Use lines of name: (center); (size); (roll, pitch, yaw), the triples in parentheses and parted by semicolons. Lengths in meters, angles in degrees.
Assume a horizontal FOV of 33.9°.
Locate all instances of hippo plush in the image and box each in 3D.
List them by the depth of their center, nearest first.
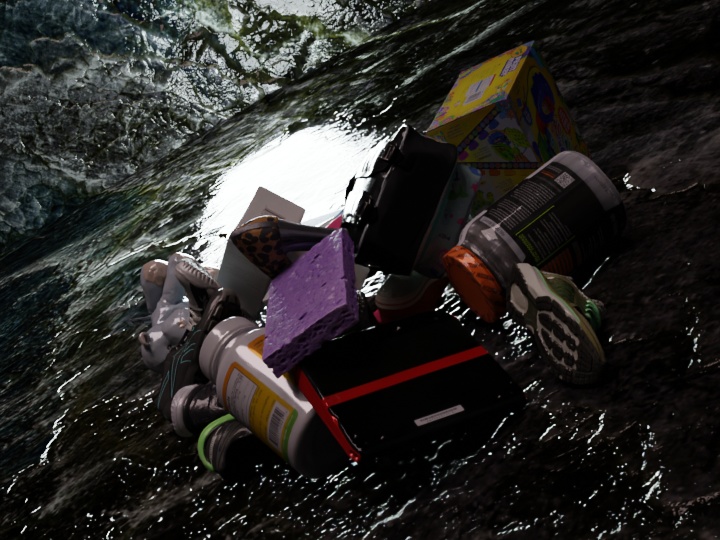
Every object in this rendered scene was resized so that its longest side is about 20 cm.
hippo plush: (-0.295, 0.076, 1.815); (0.198, 0.160, 0.161); (-26, 19, 15)

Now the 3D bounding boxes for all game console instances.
game console: (0.046, 0.115, 1.216); (0.198, 0.031, 0.177); (-16, 39, -21)

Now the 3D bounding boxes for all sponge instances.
sponge: (-0.054, 0.031, 1.293); (0.111, 0.030, 0.201); (-36, 20, 14)

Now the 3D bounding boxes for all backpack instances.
backpack: (0.051, -0.079, 1.452); (0.180, 0.149, 0.200); (-68, 16, -4)

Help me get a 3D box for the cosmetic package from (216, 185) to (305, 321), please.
cosmetic package: (-0.153, -0.014, 1.722); (0.114, 0.080, 0.201); (-63, 0, -37)

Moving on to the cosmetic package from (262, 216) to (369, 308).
cosmetic package: (-0.059, 0.020, 1.672); (0.071, 0.102, 0.201); (-24, 20, 25)

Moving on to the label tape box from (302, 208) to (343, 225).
label tape box: (-0.111, -0.016, 1.902); (0.199, 0.066, 0.144); (-18, 23, 43)

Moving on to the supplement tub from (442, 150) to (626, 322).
supplement tub: (0.199, -0.037, 1.370); (0.199, 0.123, 0.122); (-36, 19, -13)

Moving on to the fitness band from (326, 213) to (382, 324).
fitness band: (0.000, 0.000, 1.571); (0.200, 0.143, 0.038); (-51, -8, -33)

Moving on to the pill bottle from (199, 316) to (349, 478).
pill bottle: (-0.091, 0.132, 1.315); (0.111, 0.112, 0.199); (-39, 48, -21)

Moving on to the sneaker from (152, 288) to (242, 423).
sneaker: (-0.226, 0.113, 1.595); (0.079, 0.075, 0.202); (24, 94, 33)

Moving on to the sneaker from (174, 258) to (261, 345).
sneaker: (-0.225, 0.083, 1.660); (0.130, 0.199, 0.079); (-45, 48, -6)

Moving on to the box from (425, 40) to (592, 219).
box: (0.203, -0.165, 1.569); (0.121, 0.194, 0.201); (-19, 23, 29)

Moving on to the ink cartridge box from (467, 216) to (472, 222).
ink cartridge box: (0.152, -0.111, 1.744); (0.161, 0.057, 0.201); (-11, 33, 47)

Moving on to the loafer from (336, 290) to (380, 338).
loafer: (-0.001, 0.094, 1.429); (0.072, 0.072, 0.201); (-30, 28, 5)

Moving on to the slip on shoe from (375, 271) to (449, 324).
slip on shoe: (0.073, 0.027, 1.509); (0.073, 0.062, 0.200); (2, 21, 23)

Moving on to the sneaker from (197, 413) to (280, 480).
sneaker: (-0.096, 0.184, 1.402); (0.199, 0.077, 0.084); (-35, 40, -7)

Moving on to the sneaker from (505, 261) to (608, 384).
sneaker: (0.222, 0.046, 1.221); (0.087, 0.078, 0.200); (-5, 29, -14)

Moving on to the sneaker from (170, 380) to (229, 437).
sneaker: (-0.152, 0.161, 1.523); (0.112, 0.077, 0.200); (-2, 14, 24)

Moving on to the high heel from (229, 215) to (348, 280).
high heel: (-0.109, 0.008, 1.444); (0.201, 0.141, 0.072); (117, 150, -45)
